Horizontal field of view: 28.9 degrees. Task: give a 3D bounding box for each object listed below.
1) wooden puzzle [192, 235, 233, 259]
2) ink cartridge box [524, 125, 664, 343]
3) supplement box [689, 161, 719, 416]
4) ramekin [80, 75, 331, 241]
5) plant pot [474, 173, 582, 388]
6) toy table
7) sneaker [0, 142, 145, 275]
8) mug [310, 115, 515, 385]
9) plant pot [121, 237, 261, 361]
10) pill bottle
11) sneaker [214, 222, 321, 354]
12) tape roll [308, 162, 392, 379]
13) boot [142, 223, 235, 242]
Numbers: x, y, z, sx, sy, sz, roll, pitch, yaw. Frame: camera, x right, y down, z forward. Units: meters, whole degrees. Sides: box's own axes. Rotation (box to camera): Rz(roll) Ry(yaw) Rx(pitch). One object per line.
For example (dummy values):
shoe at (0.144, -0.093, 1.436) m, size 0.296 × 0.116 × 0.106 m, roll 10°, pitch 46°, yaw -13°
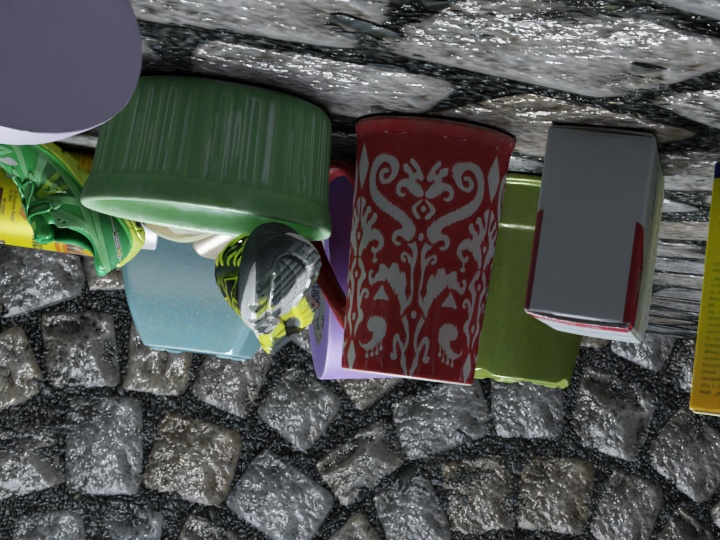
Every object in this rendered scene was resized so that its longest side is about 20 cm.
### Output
wooden puzzle at (-0.049, -0.039, 1.460) m, size 0.184 × 0.037 × 0.200 m, roll -27°, pitch 155°, yaw 25°
ink cartridge box at (0.192, -0.023, 1.121) m, size 0.082 × 0.147 × 0.200 m, roll 7°, pitch 175°, yaw 15°
supplement box at (0.342, 0.021, 1.096) m, size 0.108 × 0.202 × 0.109 m, roll 11°, pitch 174°, yaw -44°
ramekin at (-0.116, -0.087, 1.106) m, size 0.199 × 0.098 × 0.200 m, roll 7°, pitch 175°, yaw 1°
plant pot at (0.155, 0.015, 1.370) m, size 0.199 × 0.191 × 0.200 m, roll 7°, pitch 175°, yaw 1°
toy table at (-0.205, -0.111, 0.628) m, size 0.117 × 0.185 × 0.200 m, roll -15°, pitch 156°, yaw 29°
sneaker at (-0.304, -0.072, 1.367) m, size 0.200 × 0.084 × 0.074 m, roll 39°, pitch 167°, yaw 2°
mug at (0.039, -0.012, 1.148) m, size 0.133 × 0.202 × 0.177 m, roll 9°, pitch 175°, yaw -30°
plant pot at (-0.184, 0.003, 1.687) m, size 0.194 × 0.201 × 0.196 m, roll 7°, pitch 175°, yaw 6°
pill bottle at (-0.314, -0.074, 1.498) m, size 0.199 × 0.110 × 0.109 m, roll 8°, pitch 175°, yaw -10°
sneaker at (-0.084, 0.005, 1.105) m, size 0.085 × 0.074 × 0.200 m, roll 44°, pitch 163°, yaw 14°
tape roll at (0.000, 0.000, 1.300) m, size 0.084 × 0.202 × 0.200 m, roll -2°, pitch 177°, yaw -8°
boot at (-0.180, -0.083, 1.306) m, size 0.199 × 0.073 × 0.154 m, roll 7°, pitch 163°, yaw 43°
